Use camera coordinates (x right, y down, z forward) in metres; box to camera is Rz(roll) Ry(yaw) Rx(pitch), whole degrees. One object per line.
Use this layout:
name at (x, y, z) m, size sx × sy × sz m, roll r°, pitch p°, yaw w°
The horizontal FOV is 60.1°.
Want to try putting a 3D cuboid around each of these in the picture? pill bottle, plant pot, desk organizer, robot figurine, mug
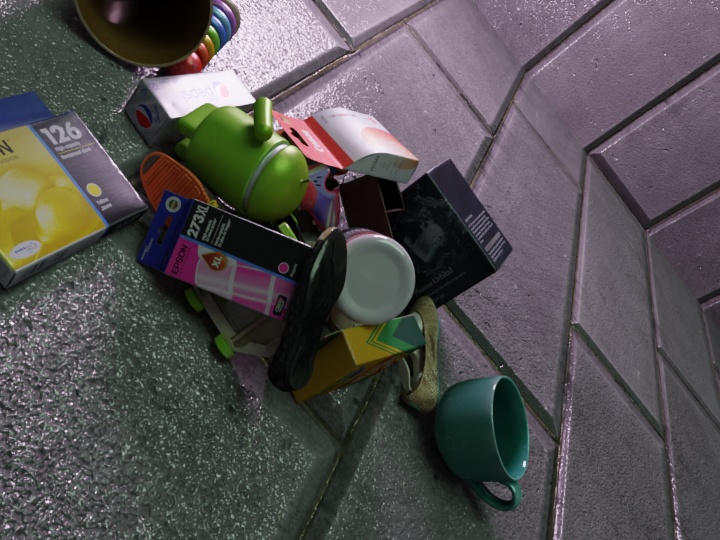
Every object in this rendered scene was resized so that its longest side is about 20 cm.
pill bottle at (0.000, 0.000, 0.877) m, size 0.116 × 0.116 × 0.200 m, roll 46°, pitch -2°, yaw -13°
plant pot at (-0.311, -0.433, 0.921) m, size 0.185 × 0.186 × 0.202 m, roll 30°, pitch 29°, yaw -32°
desk organizer at (0.035, -0.057, 1.021) m, size 0.071 × 0.076 × 0.204 m, roll -15°, pitch 90°, yaw -55°
robot figurine at (-0.157, -0.145, 0.852) m, size 0.198 × 0.177 × 0.116 m, roll 33°, pitch 45°, yaw 9°
mug at (0.183, 0.263, 0.967) m, size 0.152 × 0.113 × 0.188 m, roll 40°, pitch 47°, yaw -43°

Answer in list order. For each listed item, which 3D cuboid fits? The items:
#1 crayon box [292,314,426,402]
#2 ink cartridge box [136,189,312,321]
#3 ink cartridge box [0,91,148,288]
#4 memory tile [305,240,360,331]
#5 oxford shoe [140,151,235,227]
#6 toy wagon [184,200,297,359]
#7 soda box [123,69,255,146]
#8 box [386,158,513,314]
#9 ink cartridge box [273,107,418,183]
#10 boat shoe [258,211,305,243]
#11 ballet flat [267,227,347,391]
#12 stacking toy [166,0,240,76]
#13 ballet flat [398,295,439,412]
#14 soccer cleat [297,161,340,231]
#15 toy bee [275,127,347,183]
crayon box at (-0.014, 0.120, 0.847) m, size 0.198 × 0.126 × 0.051 m, roll -6°, pitch 65°, yaw -51°
ink cartridge box at (-0.164, -0.020, 0.744) m, size 0.197 × 0.096 × 0.037 m, roll 22°, pitch -5°, yaw 1°
ink cartridge box at (-0.365, -0.108, 0.680) m, size 0.201 × 0.047 × 0.198 m, roll 54°, pitch 35°, yaw -7°
memory tile at (-0.019, 0.043, 1.003) m, size 0.198 × 0.017 × 0.155 m, roll 26°, pitch 44°, yaw -36°
oxford shoe at (-0.213, -0.074, 0.835) m, size 0.201 × 0.071 × 0.073 m, roll 49°, pitch 7°, yaw -6°
toy wagon at (-0.142, 0.005, 0.779) m, size 0.202 × 0.154 × 0.040 m, roll 56°, pitch -5°, yaw 3°
soda box at (-0.246, -0.244, 0.921) m, size 0.069 × 0.063 × 0.200 m, roll 52°, pitch 34°, yaw 0°
box at (0.124, -0.051, 1.097) m, size 0.201 × 0.196 × 0.117 m, roll 54°, pitch 35°, yaw -1°
ink cartridge box at (-0.026, -0.211, 0.969) m, size 0.198 × 0.051 × 0.163 m, roll 9°, pitch 31°, yaw -40°
boat shoe at (-0.122, -0.090, 0.945) m, size 0.071 × 0.067 × 0.203 m, roll 17°, pitch 48°, yaw -39°
ballet flat at (-0.065, 0.041, 0.733) m, size 0.066 × 0.056 × 0.203 m, roll 32°, pitch 72°, yaw -46°
stacking toy at (-0.258, -0.368, 1.006) m, size 0.085 × 0.085 × 0.202 m, roll 35°, pitch 45°, yaw -27°
ballet flat at (0.091, 0.126, 1.011) m, size 0.064 × 0.070 × 0.203 m, roll 19°, pitch 53°, yaw -29°
soccer cleat at (-0.056, -0.114, 0.987) m, size 0.068 × 0.076 × 0.200 m, roll 65°, pitch 8°, yaw 16°
toy bee at (-0.060, -0.198, 1.075) m, size 0.130 × 0.110 × 0.200 m, roll 24°, pitch -9°, yaw 39°
